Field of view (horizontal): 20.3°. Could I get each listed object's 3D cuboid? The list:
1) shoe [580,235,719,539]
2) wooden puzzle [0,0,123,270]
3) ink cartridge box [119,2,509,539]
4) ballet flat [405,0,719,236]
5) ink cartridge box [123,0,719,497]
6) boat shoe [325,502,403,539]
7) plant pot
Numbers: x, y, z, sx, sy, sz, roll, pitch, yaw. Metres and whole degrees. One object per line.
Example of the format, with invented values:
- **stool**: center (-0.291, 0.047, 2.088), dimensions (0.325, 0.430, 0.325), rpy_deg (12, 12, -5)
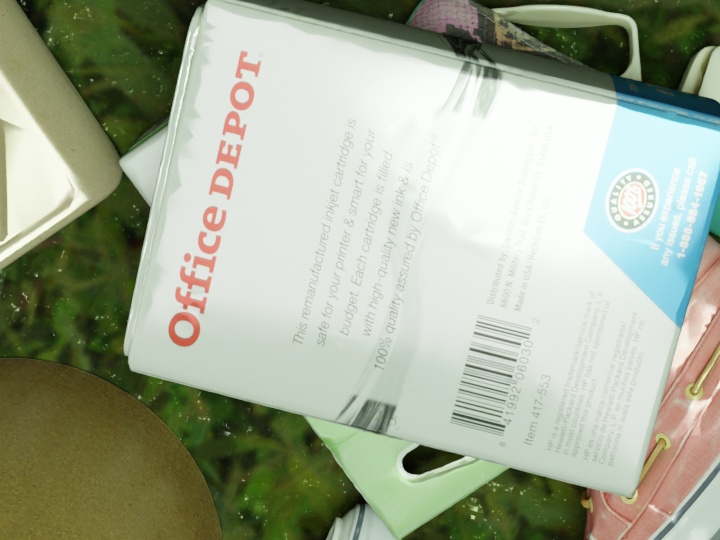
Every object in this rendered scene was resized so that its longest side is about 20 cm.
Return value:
- **shoe**: center (0.120, 0.082, 0.861), dimensions (0.091, 0.071, 0.200), rpy_deg (42, 114, 16)
- **wooden puzzle**: center (-0.228, -0.060, 0.840), dimensions (0.200, 0.046, 0.186), rpy_deg (-36, 99, -12)
- **ink cartridge box**: center (0.000, 0.000, 0.849), dimensions (0.104, 0.059, 0.200), rpy_deg (-34, 99, 10)
- **ballet flat**: center (0.111, -0.068, 0.831), dimensions (0.199, 0.069, 0.071), rpy_deg (21, 78, -2)
- **ink cartridge box**: center (0.026, -0.015, 0.768), dimensions (0.199, 0.086, 0.147), rpy_deg (15, 103, 3)
- **boat shoe**: center (-0.043, 0.186, 0.885), dimensions (0.067, 0.074, 0.201), rpy_deg (22, 103, -2)
- **plant pot**: center (-0.159, 0.150, 0.821), dimensions (0.186, 0.200, 0.187), rpy_deg (1, 102, 3)
